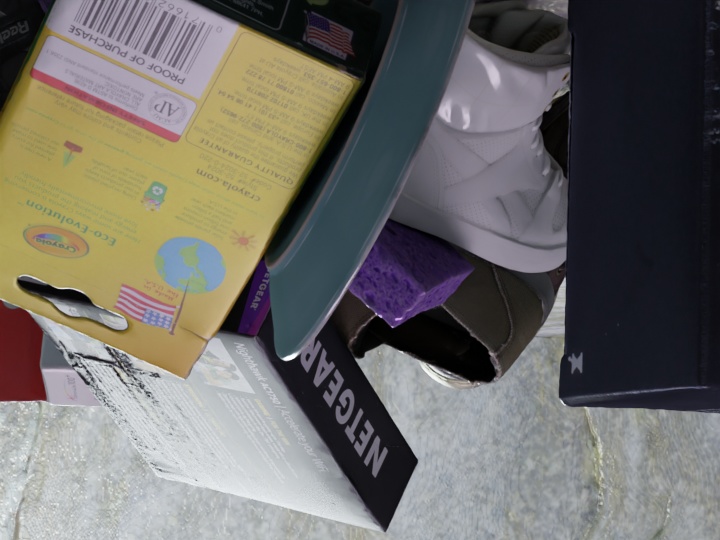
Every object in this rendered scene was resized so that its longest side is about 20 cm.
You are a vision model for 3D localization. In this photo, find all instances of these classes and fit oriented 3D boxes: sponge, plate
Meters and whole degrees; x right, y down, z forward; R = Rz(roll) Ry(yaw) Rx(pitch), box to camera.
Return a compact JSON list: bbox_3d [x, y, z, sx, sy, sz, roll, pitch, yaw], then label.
[{"bbox_3d":[-0.038,-0.051,1.308,0.200,0.030,0.112,41,-166,5],"label":"sponge"},{"bbox_3d":[-0.001,-0.058,1.151,0.025,0.201,0.200,23,171,-10],"label":"plate"}]

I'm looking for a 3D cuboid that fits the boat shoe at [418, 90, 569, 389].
[{"bbox_3d":[0.090,-0.030,1.504,0.073,0.200,0.065,27,167,13],"label":"boat shoe"}]

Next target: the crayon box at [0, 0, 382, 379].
[{"bbox_3d":[-0.089,-0.053,1.162,0.127,0.051,0.200,25,131,-9],"label":"crayon box"}]

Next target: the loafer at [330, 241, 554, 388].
[{"bbox_3d":[0.000,0.000,1.385,0.199,0.070,0.075,20,142,-2],"label":"loafer"}]

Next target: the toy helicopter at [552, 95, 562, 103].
[{"bbox_3d":[0.083,-0.054,1.649,0.079,0.133,0.200,-18,165,-34],"label":"toy helicopter"}]

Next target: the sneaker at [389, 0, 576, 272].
[{"bbox_3d":[0.077,-0.068,1.340,0.116,0.074,0.200,-49,149,17],"label":"sneaker"}]

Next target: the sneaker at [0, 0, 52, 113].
[{"bbox_3d":[-0.168,-0.101,1.232,0.199,0.088,0.076,-2,174,31],"label":"sneaker"}]

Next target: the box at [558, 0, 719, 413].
[{"bbox_3d":[0.204,-0.032,1.278,0.199,0.198,0.117,5,173,-29],"label":"box"}]

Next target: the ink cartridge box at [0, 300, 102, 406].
[{"bbox_3d":[-0.169,-0.015,1.584,0.175,0.201,0.045,0,145,2],"label":"ink cartridge box"}]

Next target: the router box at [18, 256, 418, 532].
[{"bbox_3d":[-0.072,0.054,1.412,0.149,0.051,0.200,11,152,28],"label":"router box"}]
